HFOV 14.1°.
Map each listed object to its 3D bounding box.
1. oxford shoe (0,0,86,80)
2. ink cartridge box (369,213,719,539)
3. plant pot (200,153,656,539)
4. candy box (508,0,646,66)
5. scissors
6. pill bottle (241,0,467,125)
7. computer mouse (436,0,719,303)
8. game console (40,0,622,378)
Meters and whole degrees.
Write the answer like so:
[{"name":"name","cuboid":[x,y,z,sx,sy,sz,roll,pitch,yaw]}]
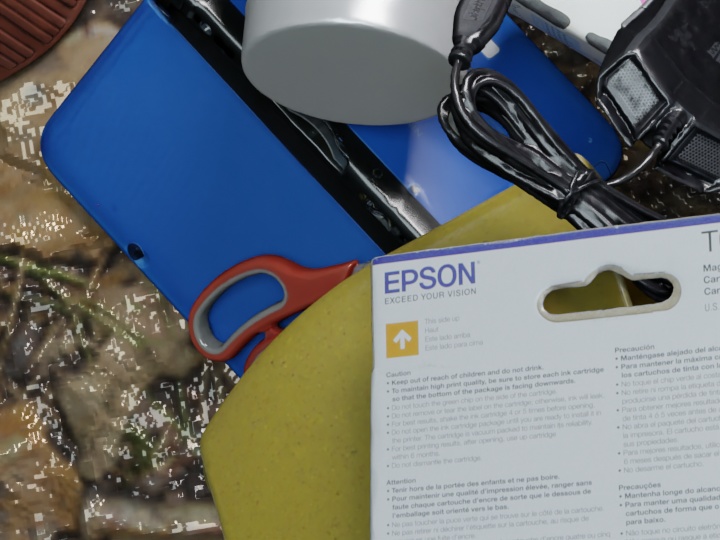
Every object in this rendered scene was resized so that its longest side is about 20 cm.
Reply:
[{"name":"oxford shoe","cuboid":[-0.159,-0.153,1.327,0.200,0.071,0.074,-42,58,4]},{"name":"ink cartridge box","cuboid":[0.099,0.084,1.061,0.196,0.043,0.200,-6,73,24]},{"name":"plant pot","cuboid":[0.051,0.098,1.201,0.200,0.196,0.195,-21,69,11]},{"name":"candy box","cuboid":[0.185,-0.136,1.232,0.200,0.072,0.168,31,92,8]},{"name":"scissors","cuboid":[0.000,0.000,1.254,0.200,0.014,0.073,-37,86,38]},{"name":"pill bottle","cuboid":[0.008,-0.171,1.243,0.114,0.114,0.200,3,67,8]},{"name":"computer mouse","cuboid":[0.106,-0.086,1.143,0.140,0.046,0.200,35,57,-7]},{"name":"game console","cuboid":[-0.015,-0.056,1.317,0.171,0.118,0.200,-39,82,-27]}]
